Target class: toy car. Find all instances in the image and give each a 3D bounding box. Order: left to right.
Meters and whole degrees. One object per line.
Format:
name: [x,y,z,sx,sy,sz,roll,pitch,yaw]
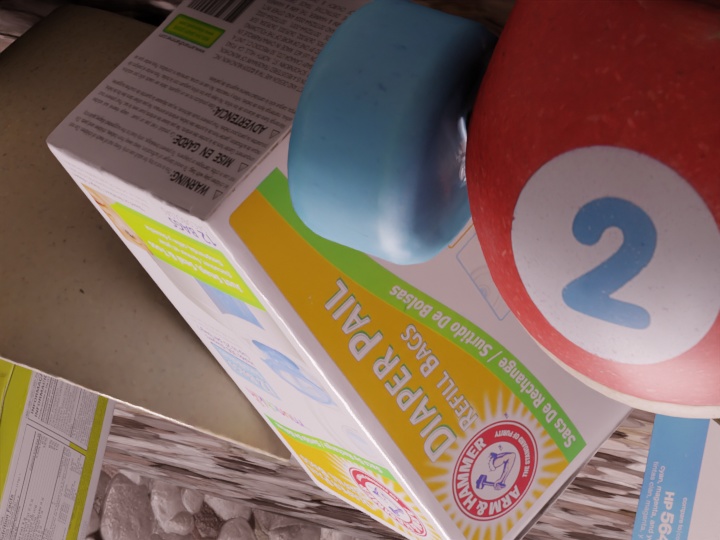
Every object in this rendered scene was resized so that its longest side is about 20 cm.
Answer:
toy car: [0.079,-0.078,0.577,0.184,0.177,0.200,19,161,22]

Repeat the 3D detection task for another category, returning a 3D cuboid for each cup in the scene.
cup: [-0.099,-0.023,1.102,0.200,0.143,0.200,20,175,2]

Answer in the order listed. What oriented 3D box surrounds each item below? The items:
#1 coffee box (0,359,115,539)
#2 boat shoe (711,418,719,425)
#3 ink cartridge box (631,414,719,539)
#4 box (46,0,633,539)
coffee box: [-0.289,0.088,1.848,0.199,0.200,0.198,10,170,13]
boat shoe: [0.119,-0.007,0.981,0.200,0.068,0.072,45,165,38]
ink cartridge box: [0.289,0.154,1.694,0.200,0.125,0.129,7,169,34]
box: [0.000,0.000,0.981,0.112,0.101,0.200,25,157,50]
